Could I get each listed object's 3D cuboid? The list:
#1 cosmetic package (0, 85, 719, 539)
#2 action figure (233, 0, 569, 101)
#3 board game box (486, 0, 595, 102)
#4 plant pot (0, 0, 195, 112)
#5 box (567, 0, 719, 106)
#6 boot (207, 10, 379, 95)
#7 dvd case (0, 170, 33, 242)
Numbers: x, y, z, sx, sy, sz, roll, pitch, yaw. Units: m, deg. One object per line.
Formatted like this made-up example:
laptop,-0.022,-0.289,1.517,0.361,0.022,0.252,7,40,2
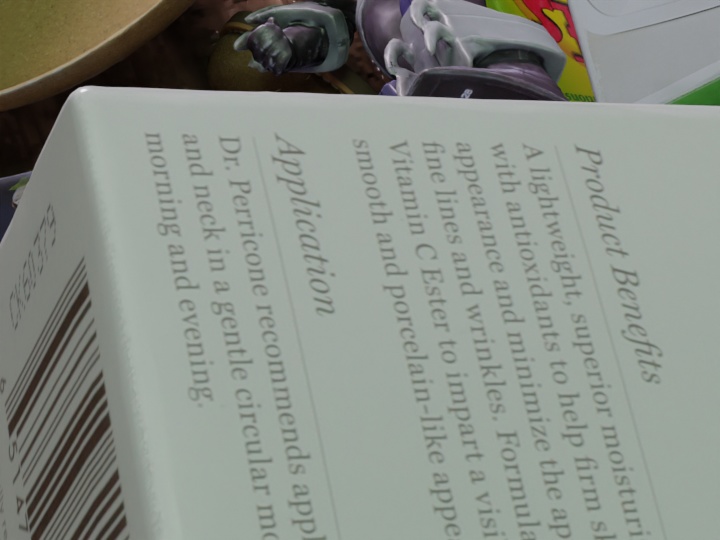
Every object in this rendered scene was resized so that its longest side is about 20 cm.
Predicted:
cosmetic package,0.018,0.069,0.610,0.200,0.165,0.165,1,59,-23
action figure,0.013,-0.092,0.780,0.069,0.130,0.200,3,41,-22
board game box,0.047,-0.106,0.884,0.101,0.048,0.200,4,49,-43
plant pot,-0.107,-0.125,0.893,0.200,0.028,0.200,-16,48,19
box,0.138,-0.118,0.805,0.097,0.200,0.177,-27,67,29
boot,0.000,0.000,0.849,0.075,0.074,0.200,-36,70,-9
dvd case,-0.058,0.025,0.739,0.200,0.018,0.143,-16,56,-33
